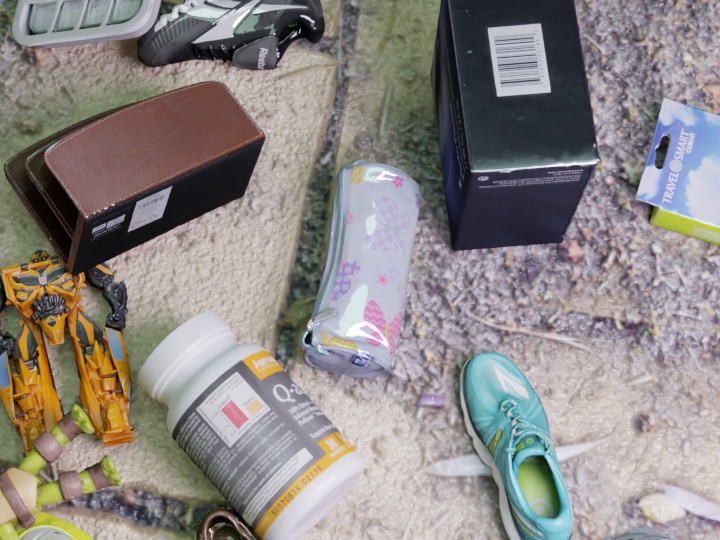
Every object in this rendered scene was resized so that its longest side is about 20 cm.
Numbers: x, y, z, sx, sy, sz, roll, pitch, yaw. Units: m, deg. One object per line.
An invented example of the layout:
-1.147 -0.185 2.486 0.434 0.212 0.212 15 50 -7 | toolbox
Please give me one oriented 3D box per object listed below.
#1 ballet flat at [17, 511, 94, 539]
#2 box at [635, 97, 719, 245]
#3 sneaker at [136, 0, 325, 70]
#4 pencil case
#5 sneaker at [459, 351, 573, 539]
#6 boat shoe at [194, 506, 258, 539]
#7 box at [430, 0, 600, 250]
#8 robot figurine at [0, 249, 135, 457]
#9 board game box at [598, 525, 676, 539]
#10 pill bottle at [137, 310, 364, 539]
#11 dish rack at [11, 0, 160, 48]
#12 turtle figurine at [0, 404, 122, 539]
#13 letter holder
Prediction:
-0.244 0.267 1.320 0.199 0.067 0.067 33 73 9 | ballet flat
0.375 -0.082 1.490 0.198 0.048 0.123 18 70 4 | box
-0.122 -0.234 1.507 0.199 0.067 0.091 -23 71 -13 | sneaker
0.000 0.000 1.420 0.090 0.083 0.202 20 68 -19 | pencil case
0.149 0.158 1.372 0.077 0.080 0.201 -16 64 -10 | sneaker
-0.088 0.299 1.313 0.074 0.075 0.203 -31 75 -13 | boat shoe
0.137 -0.146 1.420 0.122 0.199 0.202 -5 70 -2 | box
-0.276 0.070 1.393 0.144 0.058 0.202 -14 72 -9 | robot figurine
0.187 0.276 1.271 0.198 0.199 0.044 -16 91 -8 | board game box
-0.100 0.139 1.349 0.116 0.117 0.200 -40 77 -15 | pill bottle
-0.254 -0.308 1.512 0.170 0.044 0.202 -2 67 28 | dish rack
-0.287 0.198 1.298 0.160 0.065 0.201 -29 70 -11 | turtle figurine
-0.215 -0.112 1.413 0.199 0.101 0.143 -27 71 -31 | letter holder
